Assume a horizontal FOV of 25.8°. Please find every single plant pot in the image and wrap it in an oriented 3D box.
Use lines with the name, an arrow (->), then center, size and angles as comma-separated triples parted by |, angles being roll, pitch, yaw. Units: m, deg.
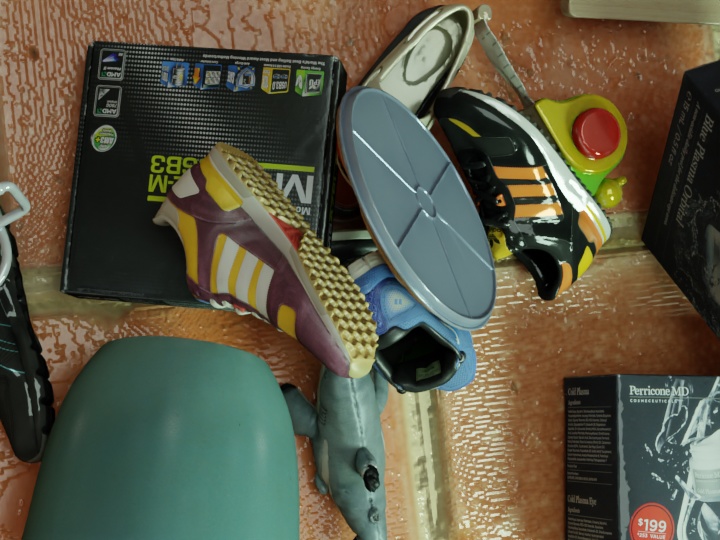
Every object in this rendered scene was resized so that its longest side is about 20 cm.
plant pot -> -0.135, 0.139, 1.122 | 0.199, 0.201, 0.162 | 10, 72, -17

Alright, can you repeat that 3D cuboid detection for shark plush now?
shark plush -> -0.010, 0.155, 1.212 | 0.090, 0.083, 0.202 | 1, 85, -18

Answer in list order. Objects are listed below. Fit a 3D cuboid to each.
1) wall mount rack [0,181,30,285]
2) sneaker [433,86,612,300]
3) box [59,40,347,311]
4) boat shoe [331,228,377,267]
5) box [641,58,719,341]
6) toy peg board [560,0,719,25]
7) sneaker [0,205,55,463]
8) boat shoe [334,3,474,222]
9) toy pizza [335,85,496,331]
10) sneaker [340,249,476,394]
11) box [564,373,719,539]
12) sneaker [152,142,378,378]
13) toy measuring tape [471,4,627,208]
wall mount rack -> -0.335, -0.062, 1.107 | 0.173, 0.075, 0.201 | -27, 70, 0
sneaker -> 0.120, -0.058, 1.259 | 0.200, 0.070, 0.090 | 43, 70, -27
box -> -0.116, -0.068, 1.180 | 0.198, 0.048, 0.195 | 5, 81, 8
boat shoe -> 0.000, 0.000, 1.235 | 0.198, 0.072, 0.068 | -1, 86, -18
box -> 0.334, -0.040, 1.239 | 0.117, 0.198, 0.201 | -19, 52, -18
toy peg board -> 0.257, -0.316, 1.347 | 0.198, 0.098, 0.201 | 0, 101, -17
sneaker -> -0.276, 0.048, 1.151 | 0.079, 0.075, 0.202 | -16, 81, -9
boat shoe -> 0.028, -0.129, 1.260 | 0.071, 0.063, 0.201 | 36, 77, -14
toy pizza -> 0.037, -0.044, 1.163 | 0.032, 0.200, 0.201 | -28, 95, 24
sneaker -> 0.040, 0.062, 1.192 | 0.078, 0.200, 0.090 | -33, 60, 13
box -> 0.275, 0.178, 1.291 | 0.198, 0.104, 0.184 | 2, 83, -18
sneaker -> -0.068, 0.009, 1.106 | 0.090, 0.075, 0.201 | -42, 68, 17
toy measuring tape -> 0.166, -0.143, 1.303 | 0.073, 0.074, 0.201 | -34, 96, -17
